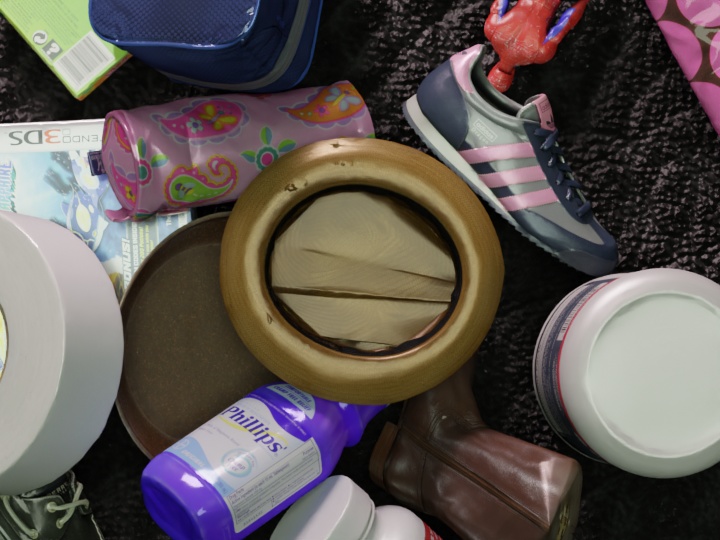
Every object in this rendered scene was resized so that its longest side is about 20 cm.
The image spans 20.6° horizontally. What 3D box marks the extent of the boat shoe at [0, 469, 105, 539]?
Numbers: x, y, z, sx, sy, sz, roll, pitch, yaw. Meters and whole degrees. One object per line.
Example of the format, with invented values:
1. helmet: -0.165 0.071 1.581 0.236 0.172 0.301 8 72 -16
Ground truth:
1. boat shoe: -0.235 0.176 1.445 0.200 0.071 0.064 45 123 1

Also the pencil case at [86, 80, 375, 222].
1. pencil case: -0.090 -0.086 1.427 0.199 0.087 0.088 -10 89 -23

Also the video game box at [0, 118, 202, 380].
1. video game box: -0.211 -0.013 1.471 0.182 0.047 0.201 -3 89 0

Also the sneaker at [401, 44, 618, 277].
1. sneaker: 0.127 -0.081 1.457 0.200 0.070 0.082 41 111 -2

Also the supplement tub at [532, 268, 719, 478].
1. supplement tub: 0.197 0.071 1.399 0.140 0.200 0.141 0 88 -3

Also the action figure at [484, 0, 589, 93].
1. action figure: 0.147 -0.223 1.480 0.065 0.052 0.200 29 94 5

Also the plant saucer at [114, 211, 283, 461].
1. plant saucer: -0.101 0.056 1.440 0.200 0.037 0.201 -4 96 -35

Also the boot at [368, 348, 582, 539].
1. boot: 0.100 0.109 1.402 0.064 0.200 0.187 12 98 -35

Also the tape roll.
1. tape roll: -0.265 0.056 1.381 0.202 0.071 0.203 -4 83 30

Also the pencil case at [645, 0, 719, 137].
1. pencil case: 0.277 -0.178 1.465 0.094 0.091 0.200 -30 92 34

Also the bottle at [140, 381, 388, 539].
1. bottle: -0.058 0.122 1.404 0.200 0.065 0.083 -33 47 -29

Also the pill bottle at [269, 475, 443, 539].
1. pill bottle: 0.030 0.241 1.413 0.112 0.112 0.200 -46 109 -2

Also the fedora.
1. fedora: 0.000 0.000 1.412 0.200 0.082 0.201 0 91 -1

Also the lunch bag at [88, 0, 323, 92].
1. lunch bag: -0.098 -0.231 1.403 0.136 0.132 0.201 9 82 20

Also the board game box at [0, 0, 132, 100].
1. board game box: -0.167 -0.229 1.483 0.200 0.030 0.096 -41 91 1
